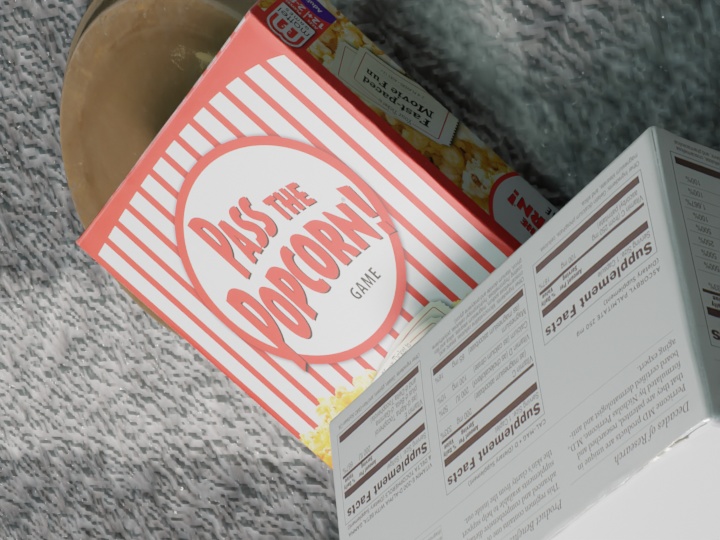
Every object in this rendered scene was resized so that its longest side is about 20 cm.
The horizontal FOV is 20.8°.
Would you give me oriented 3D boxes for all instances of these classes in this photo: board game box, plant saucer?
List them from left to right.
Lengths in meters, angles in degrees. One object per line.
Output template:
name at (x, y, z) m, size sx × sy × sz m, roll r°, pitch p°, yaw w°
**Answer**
plant saucer at (-0.065, -0.046, 0.883) m, size 0.199 × 0.029 × 0.202 m, roll 17°, pitch 120°, yaw 31°
board game box at (0.000, 0.000, 0.806) m, size 0.200 × 0.046 × 0.152 m, roll 41°, pitch 129°, yaw -2°

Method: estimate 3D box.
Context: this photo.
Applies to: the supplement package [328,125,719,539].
supplement package at (0.107, 0.069, 0.692) m, size 0.200 × 0.155 × 0.112 m, roll -44°, pitch 40°, yaw 42°
